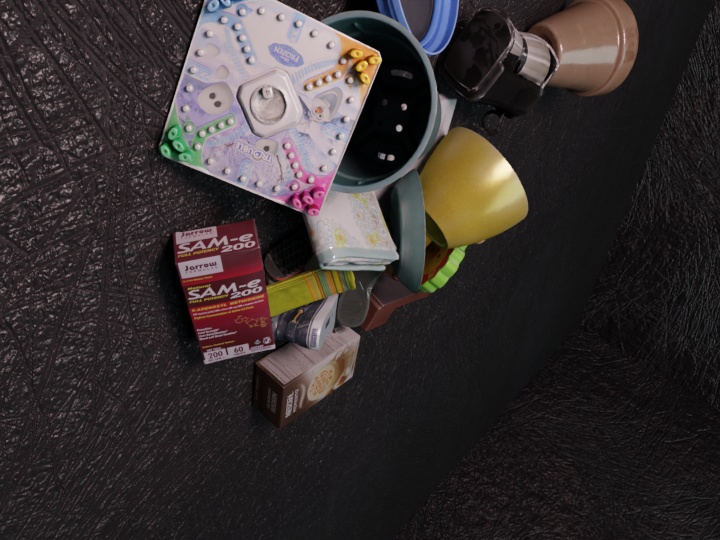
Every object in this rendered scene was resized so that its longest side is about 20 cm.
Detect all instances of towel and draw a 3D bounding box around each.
[{"bbox_3d":[-0.025,-0.085,0.884,0.048,0.174,0.199,-28,165,27],"label":"towel"},{"bbox_3d":[-0.103,0.039,0.914,0.196,0.018,0.086,-20,149,-1],"label":"towel"}]

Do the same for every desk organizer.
[{"bbox_3d":[0.064,0.053,1.232,0.198,0.072,0.078,-15,145,-51],"label":"desk organizer"}]

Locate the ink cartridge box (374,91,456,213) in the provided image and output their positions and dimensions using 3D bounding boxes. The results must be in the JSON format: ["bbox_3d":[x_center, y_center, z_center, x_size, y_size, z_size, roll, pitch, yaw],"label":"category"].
[{"bbox_3d":[0.074,-0.200,1.037,0.198,0.040,0.203,-24,138,-45],"label":"ink cartridge box"}]

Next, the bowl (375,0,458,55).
[{"bbox_3d":[0.074,-0.387,0.779,0.199,0.039,0.205,-14,106,-57],"label":"bowl"}]

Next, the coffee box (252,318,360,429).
[{"bbox_3d":[-0.099,0.186,1.110,0.199,0.079,0.116,-29,141,-41],"label":"coffee box"}]

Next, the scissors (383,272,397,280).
[{"bbox_3d":[0.100,-0.071,1.225,0.073,0.014,0.202,40,68,-29],"label":"scissors"}]

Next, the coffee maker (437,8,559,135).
[{"bbox_3d":[0.235,-0.335,1.046,0.198,0.134,0.196,-6,118,-50],"label":"coffee maker"}]

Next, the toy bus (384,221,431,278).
[{"bbox_3d":[0.076,-0.055,1.144,0.200,0.078,0.066,-45,149,-21],"label":"toy bus"}]

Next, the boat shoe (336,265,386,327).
[{"bbox_3d":[0.001,0.001,1.064,0.065,0.073,0.205,-98,-160,-64],"label":"boat shoe"}]

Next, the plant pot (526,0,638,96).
[{"bbox_3d":[0.425,-0.447,1.211,0.172,0.201,0.203,-17,135,-26],"label":"plant pot"}]

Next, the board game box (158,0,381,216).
[{"bbox_3d":[-0.100,-0.183,0.659,0.197,0.026,0.203,20,106,-15],"label":"board game box"}]

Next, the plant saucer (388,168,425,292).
[{"bbox_3d":[0.072,-0.065,0.989,0.035,0.202,0.202,-2,134,-4],"label":"plant saucer"}]

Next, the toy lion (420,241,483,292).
[{"bbox_3d":[0.169,-0.051,1.219,0.068,0.201,0.192,34,106,-18],"label":"toy lion"}]

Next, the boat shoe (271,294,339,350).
[{"bbox_3d":[-0.093,0.075,1.031,0.200,0.089,0.072,-54,154,-76],"label":"boat shoe"}]

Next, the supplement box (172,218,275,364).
[{"bbox_3d":[-0.180,0.033,0.810,0.107,0.061,0.202,-12,135,-11],"label":"supplement box"}]

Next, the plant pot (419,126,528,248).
[{"bbox_3d":[0.169,-0.121,1.036,0.142,0.200,0.201,-40,149,-7],"label":"plant pot"}]

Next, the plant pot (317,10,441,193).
[{"bbox_3d":[0.020,-0.209,0.779,0.203,0.198,0.196,-66,168,17],"label":"plant pot"}]

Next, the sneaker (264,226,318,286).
[{"bbox_3d":[-0.076,-0.019,0.968,0.199,0.070,0.094,-33,156,-34],"label":"sneaker"}]
